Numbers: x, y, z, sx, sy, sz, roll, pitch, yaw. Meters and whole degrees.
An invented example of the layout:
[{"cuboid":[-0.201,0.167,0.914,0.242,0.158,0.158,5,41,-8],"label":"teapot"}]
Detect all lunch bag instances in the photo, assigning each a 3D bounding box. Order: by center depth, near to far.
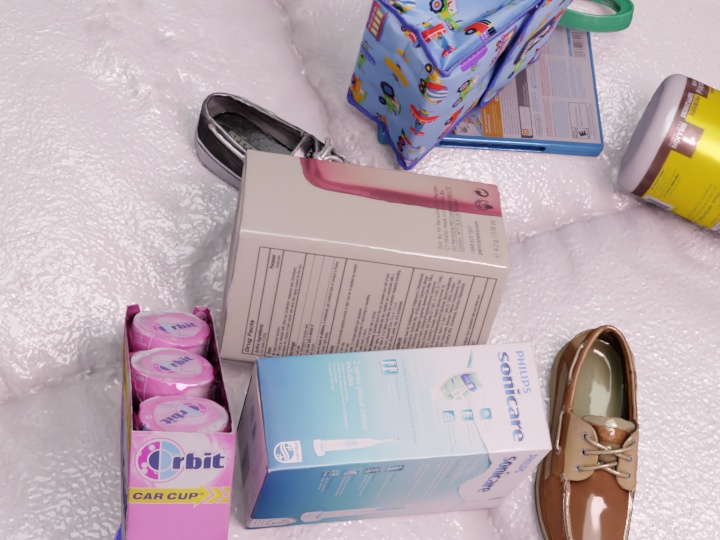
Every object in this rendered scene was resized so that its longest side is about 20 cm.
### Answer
[{"cuboid":[0.101,-0.196,1.146,0.200,0.151,0.094,-32,74,-22],"label":"lunch bag"}]

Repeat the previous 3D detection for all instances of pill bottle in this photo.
[{"cuboid":[0.329,-0.080,1.176,0.200,0.109,0.109,24,62,2],"label":"pill bottle"}]

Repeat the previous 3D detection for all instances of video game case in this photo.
[{"cuboid":[0.112,-0.171,1.232,0.199,0.018,0.144,3,64,-10],"label":"video game case"}]

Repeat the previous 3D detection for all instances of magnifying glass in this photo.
[{"cuboid":[0.149,-0.244,1.258,0.199,0.022,0.080,6,33,-7],"label":"magnifying glass"}]

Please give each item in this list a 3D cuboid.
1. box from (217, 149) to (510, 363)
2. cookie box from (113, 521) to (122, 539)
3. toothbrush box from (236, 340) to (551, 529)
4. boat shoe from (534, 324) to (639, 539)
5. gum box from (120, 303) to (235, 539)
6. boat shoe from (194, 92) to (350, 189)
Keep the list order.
[{"cuboid":[0.000,0.000,1.049,0.199,0.128,0.109,8,38,-7],"label":"box"},{"cuboid":[-0.097,0.286,0.933,0.199,0.075,0.172,19,61,0],"label":"cookie box"},{"cuboid":[0.018,0.120,0.998,0.199,0.147,0.086,-2,65,-11],"label":"toothbrush box"},{"cuboid":[0.177,0.133,1.062,0.075,0.074,0.201,6,63,-7],"label":"boat shoe"},{"cuboid":[-0.129,0.111,0.943,0.066,0.114,0.200,1,22,-11],"label":"gum box"},{"cuboid":[-0.045,-0.080,1.128,0.199,0.068,0.074,37,64,8],"label":"boat shoe"}]
